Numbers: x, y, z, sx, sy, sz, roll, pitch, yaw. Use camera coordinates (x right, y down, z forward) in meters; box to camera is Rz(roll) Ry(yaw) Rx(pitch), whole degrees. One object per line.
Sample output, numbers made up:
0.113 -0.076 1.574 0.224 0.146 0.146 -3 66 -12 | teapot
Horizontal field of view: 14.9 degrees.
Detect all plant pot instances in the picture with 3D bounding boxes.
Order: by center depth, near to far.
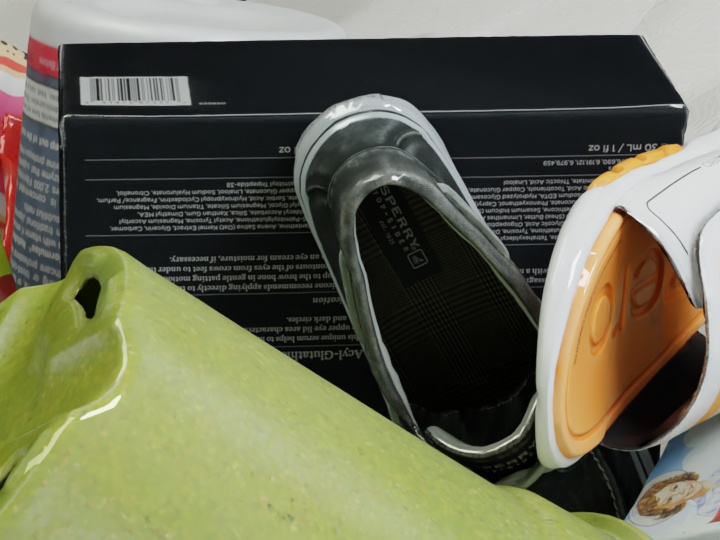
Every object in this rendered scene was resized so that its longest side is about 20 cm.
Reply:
-0.043 0.099 0.750 0.200 0.184 0.201 -41 22 21 | plant pot

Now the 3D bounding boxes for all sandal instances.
0.116 -0.003 0.841 0.059 0.080 0.206 14 29 27 | sandal

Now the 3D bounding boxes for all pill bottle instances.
-0.072 0.002 1.022 0.119 0.202 0.120 7 11 -1 | pill bottle

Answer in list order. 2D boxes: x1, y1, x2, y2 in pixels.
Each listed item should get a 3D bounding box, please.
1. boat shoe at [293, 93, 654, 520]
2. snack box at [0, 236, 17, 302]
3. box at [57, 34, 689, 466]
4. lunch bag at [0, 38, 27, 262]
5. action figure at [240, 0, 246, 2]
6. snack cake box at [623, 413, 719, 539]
0.036 0.041 0.851 0.072 0.201 0.071 -30 23 10 | boat shoe
-0.170 0.103 0.911 0.067 0.201 0.168 -10 10 44 | snack box
0.000 0.000 0.909 0.198 0.142 0.079 -1 22 -6 | box
-0.167 0.006 1.134 0.176 0.081 0.201 -24 50 57 | lunch bag
-0.053 -0.057 1.145 0.104 0.201 0.193 6 21 -34 | action figure
0.169 0.046 0.859 0.114 0.068 0.200 -13 25 34 | snack cake box
